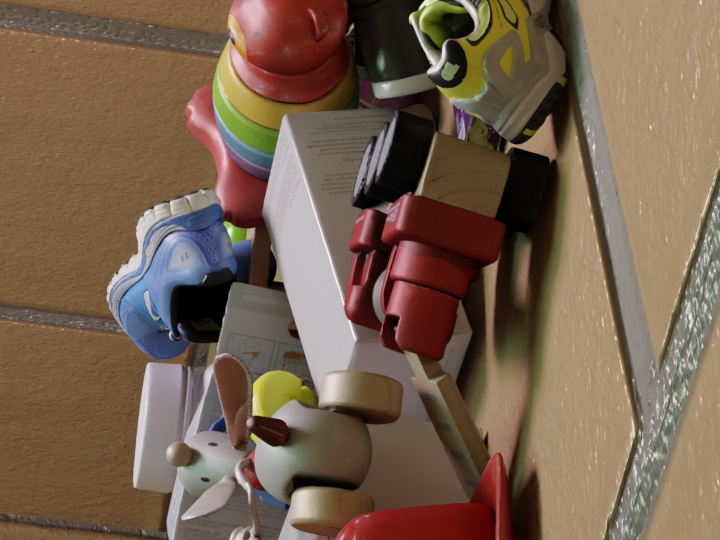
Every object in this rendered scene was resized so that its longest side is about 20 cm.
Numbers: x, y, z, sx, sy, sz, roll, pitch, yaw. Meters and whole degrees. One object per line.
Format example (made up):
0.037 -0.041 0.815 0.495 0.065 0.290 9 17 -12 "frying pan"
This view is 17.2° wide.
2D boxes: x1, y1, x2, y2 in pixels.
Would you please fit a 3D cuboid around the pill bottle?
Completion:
-0.068 0.128 1.799 0.114 0.198 0.115 -173 90 -82 "pill bottle"

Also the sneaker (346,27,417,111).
-0.003 -0.171 1.882 0.200 0.072 0.115 -2 -72 -71 "sneaker"

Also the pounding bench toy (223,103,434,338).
-0.026 -0.040 1.810 0.124 0.155 0.202 110 166 -60 "pounding bench toy"

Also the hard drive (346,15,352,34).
-0.001 -0.242 1.849 0.200 0.033 0.140 -53 -6 32 "hard drive"

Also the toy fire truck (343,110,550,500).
0.046 0.026 1.424 0.176 0.128 0.202 152 135 -81 "toy fire truck"

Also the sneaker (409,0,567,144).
0.070 -0.157 1.415 0.076 0.076 0.201 -53 25 24 "sneaker"

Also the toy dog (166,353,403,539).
-0.064 0.110 1.415 0.200 0.096 0.133 -35 44 40 "toy dog"

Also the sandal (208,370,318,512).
-0.035 0.141 1.653 0.087 0.200 0.080 -21 42 31 "sandal"

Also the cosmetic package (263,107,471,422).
0.000 0.000 1.606 0.108 0.084 0.201 107 151 -49 "cosmetic package"

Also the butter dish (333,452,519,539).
0.007 0.223 1.330 0.201 0.146 0.201 105 170 -49 "butter dish"

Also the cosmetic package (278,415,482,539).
0.008 0.174 1.532 0.200 0.107 0.085 107 167 -59 "cosmetic package"

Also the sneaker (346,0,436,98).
0.023 -0.185 1.694 0.200 0.070 0.100 -103 2 -78 "sneaker"

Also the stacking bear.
-0.054 -0.138 1.669 0.200 0.113 0.122 101 152 -60 "stacking bear"

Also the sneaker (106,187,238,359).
-0.131 0.024 1.732 0.200 0.078 0.090 113 136 -63 "sneaker"

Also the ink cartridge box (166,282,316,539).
-0.042 0.113 1.713 0.047 0.159 0.202 -123 45 -73 "ink cartridge box"

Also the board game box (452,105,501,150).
0.083 -0.174 1.593 0.201 0.032 0.121 -93 10 -55 "board game box"
